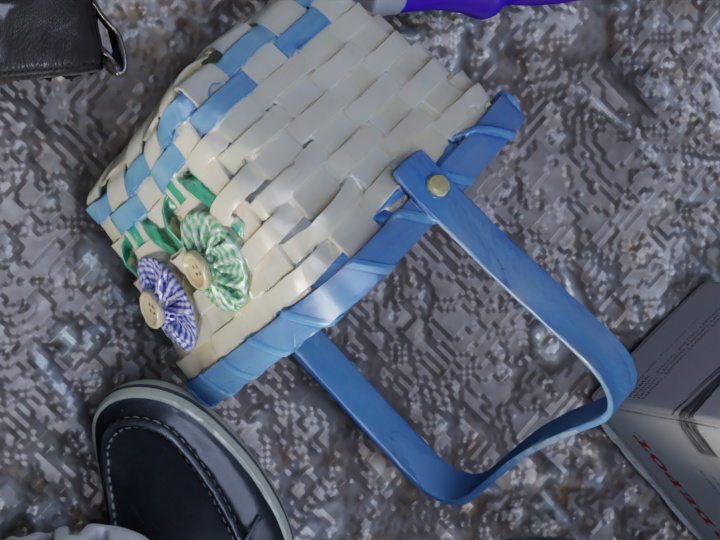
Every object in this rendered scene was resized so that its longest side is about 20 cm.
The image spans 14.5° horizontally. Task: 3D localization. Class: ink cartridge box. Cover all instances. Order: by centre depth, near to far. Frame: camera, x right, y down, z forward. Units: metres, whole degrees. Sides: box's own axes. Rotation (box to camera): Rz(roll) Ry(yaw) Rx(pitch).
[{"bbox_3d":[0.201,0.084,1.144,0.085,0.200,0.146,-45,107,-16],"label":"ink cartridge box"}]

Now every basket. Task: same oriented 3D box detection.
[{"bbox_3d":[0.000,0.000,1.083,0.200,0.176,0.139,41,61,-3],"label":"basket"}]

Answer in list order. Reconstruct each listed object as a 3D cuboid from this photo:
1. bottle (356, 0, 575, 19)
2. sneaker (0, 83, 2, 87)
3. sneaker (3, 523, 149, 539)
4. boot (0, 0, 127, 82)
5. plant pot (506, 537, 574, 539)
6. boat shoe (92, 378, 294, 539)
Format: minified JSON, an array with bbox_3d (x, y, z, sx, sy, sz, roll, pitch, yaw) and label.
[{"bbox_3d":[0.089,-0.143,1.148,0.200,0.084,0.065,-13,99,-17],"label":"bottle"},{"bbox_3d":[-0.182,-0.103,1.075,0.105,0.076,0.200,19,86,-3],"label":"sneaker"},{"bbox_3d":[-0.168,0.140,1.060,0.200,0.088,0.081,-7,97,5],"label":"sneaker"},{"bbox_3d":[-0.177,-0.142,0.992,0.199,0.069,0.175,1,101,-14],"label":"boot"},{"bbox_3d":[0.102,0.220,1.124,0.200,0.196,0.201,-1,94,-19],"label":"plant pot"},{"bbox_3d":[-0.062,0.140,1.121,0.074,0.062,0.200,-9,104,26],"label":"boat shoe"}]
